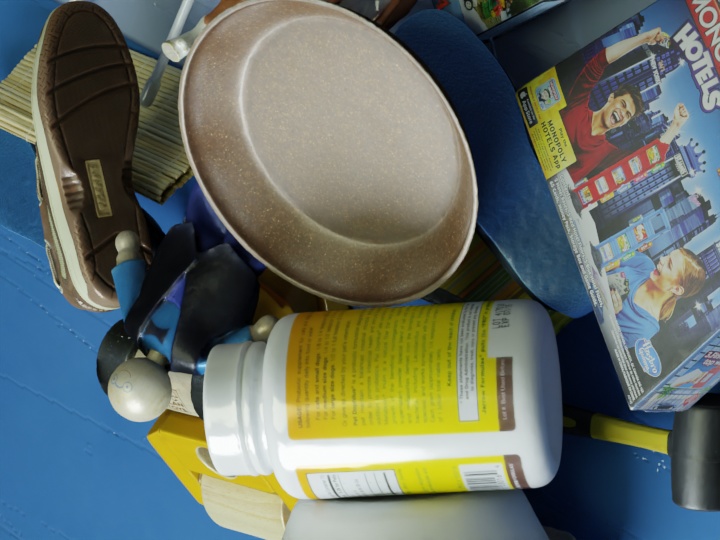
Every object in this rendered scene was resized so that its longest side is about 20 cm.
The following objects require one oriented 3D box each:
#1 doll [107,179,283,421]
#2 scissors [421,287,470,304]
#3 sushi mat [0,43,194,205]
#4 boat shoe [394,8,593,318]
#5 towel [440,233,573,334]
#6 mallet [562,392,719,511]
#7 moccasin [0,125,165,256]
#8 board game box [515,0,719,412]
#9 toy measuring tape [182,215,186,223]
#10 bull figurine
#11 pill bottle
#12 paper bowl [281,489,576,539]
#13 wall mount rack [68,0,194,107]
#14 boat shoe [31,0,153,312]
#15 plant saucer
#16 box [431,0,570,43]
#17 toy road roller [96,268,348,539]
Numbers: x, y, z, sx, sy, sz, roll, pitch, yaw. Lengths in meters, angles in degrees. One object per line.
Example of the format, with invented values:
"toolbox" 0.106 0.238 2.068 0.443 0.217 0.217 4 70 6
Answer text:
"doll" -0.100 0.000 1.531 0.136 0.048 0.201 24 87 30
"scissors" 0.000 0.000 1.550 0.200 0.014 0.073 38 111 12
"sushi mat" -0.171 -0.111 1.705 0.199 0.096 0.012 24 155 38
"boat shoe" 0.074 -0.058 1.467 0.084 0.069 0.201 -26 88 3
"towel" 0.061 -0.034 1.543 0.086 0.018 0.201 -42 70 37
"mallet" 0.146 0.103 1.480 0.199 0.041 0.066 0 96 47
"moccasin" -0.206 -0.046 1.743 0.200 0.068 0.081 44 118 40
"board game box" 0.205 -0.054 1.359 0.199 0.062 0.201 -30 69 33
"toy measuring tape" -0.070 -0.051 1.640 0.074 0.073 0.200 58 147 18
"bull figurine" -0.045 -0.157 1.532 0.200 0.121 0.065 -9 121 53
"pill bottle" 0.013 0.076 1.447 0.199 0.109 0.110 -3 98 11
"paper bowl" 0.031 0.179 1.487 0.200 0.200 0.105 1 98 43
"wall mount rack" -0.162 -0.218 1.664 0.200 0.074 0.174 49 161 41
"boat shoe" -0.187 -0.071 1.629 0.075 0.074 0.204 -22 71 58
"plant saucer" -0.013 -0.074 1.435 0.200 0.037 0.201 18 129 24
"box" 0.070 -0.243 1.450 0.136 0.038 0.201 -22 83 60
"toy road roller" -0.061 0.072 1.629 0.122 0.146 0.200 11 143 41
